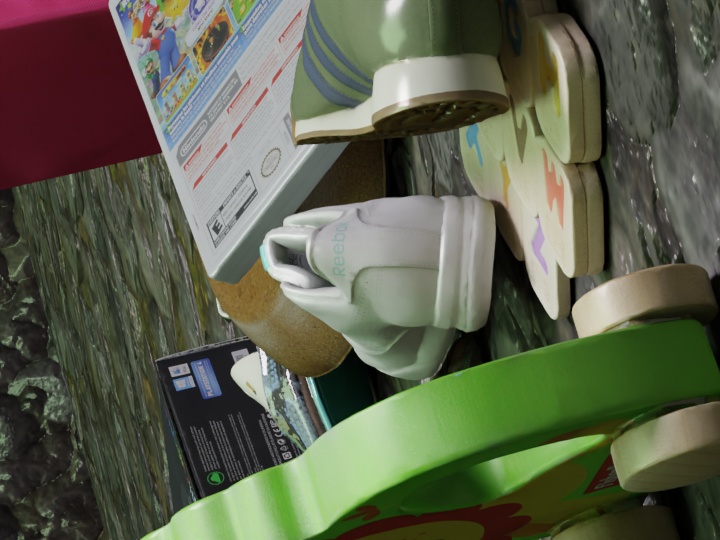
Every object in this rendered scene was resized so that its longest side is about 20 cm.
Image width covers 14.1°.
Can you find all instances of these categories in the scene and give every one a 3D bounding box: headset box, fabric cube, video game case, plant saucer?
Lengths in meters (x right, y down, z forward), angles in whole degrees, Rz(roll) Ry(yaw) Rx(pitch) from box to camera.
[{"bbox_3d":[-0.051,0.168,1.699,0.201,0.092,0.175,87,165,-45],"label":"headset box"},{"bbox_3d":[-0.179,-0.182,1.664,0.196,0.198,0.201,99,155,-64],"label":"fabric cube"},{"bbox_3d":[-0.054,-0.112,1.379,0.143,0.018,0.201,-51,42,29],"label":"video game case"},{"bbox_3d":[-0.044,-0.047,1.425,0.200,0.035,0.202,177,90,-66],"label":"plant saucer"}]

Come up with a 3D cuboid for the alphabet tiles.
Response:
[{"bbox_3d":[0.051,-0.088,1.099,0.200,0.015,0.197,-116,17,-51],"label":"alphabet tiles"}]

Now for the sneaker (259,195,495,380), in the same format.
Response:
[{"bbox_3d":[0.000,0.000,1.220,0.200,0.088,0.076,124,149,-78],"label":"sneaker"}]

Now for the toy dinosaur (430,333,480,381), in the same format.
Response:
[{"bbox_3d":[0.038,0.113,1.322,0.088,0.047,0.201,-135,30,-58],"label":"toy dinosaur"}]

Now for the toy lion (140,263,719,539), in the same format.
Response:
[{"bbox_3d":[0.020,0.076,0.980,0.200,0.191,0.069,109,146,-69],"label":"toy lion"}]

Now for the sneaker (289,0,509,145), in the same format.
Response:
[{"bbox_3d":[0.013,-0.097,1.092,0.200,0.067,0.091,173,91,-79],"label":"sneaker"}]

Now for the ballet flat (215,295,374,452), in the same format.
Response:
[{"bbox_3d":[-0.041,0.027,1.532,0.074,0.074,0.201,102,158,-65],"label":"ballet flat"}]
